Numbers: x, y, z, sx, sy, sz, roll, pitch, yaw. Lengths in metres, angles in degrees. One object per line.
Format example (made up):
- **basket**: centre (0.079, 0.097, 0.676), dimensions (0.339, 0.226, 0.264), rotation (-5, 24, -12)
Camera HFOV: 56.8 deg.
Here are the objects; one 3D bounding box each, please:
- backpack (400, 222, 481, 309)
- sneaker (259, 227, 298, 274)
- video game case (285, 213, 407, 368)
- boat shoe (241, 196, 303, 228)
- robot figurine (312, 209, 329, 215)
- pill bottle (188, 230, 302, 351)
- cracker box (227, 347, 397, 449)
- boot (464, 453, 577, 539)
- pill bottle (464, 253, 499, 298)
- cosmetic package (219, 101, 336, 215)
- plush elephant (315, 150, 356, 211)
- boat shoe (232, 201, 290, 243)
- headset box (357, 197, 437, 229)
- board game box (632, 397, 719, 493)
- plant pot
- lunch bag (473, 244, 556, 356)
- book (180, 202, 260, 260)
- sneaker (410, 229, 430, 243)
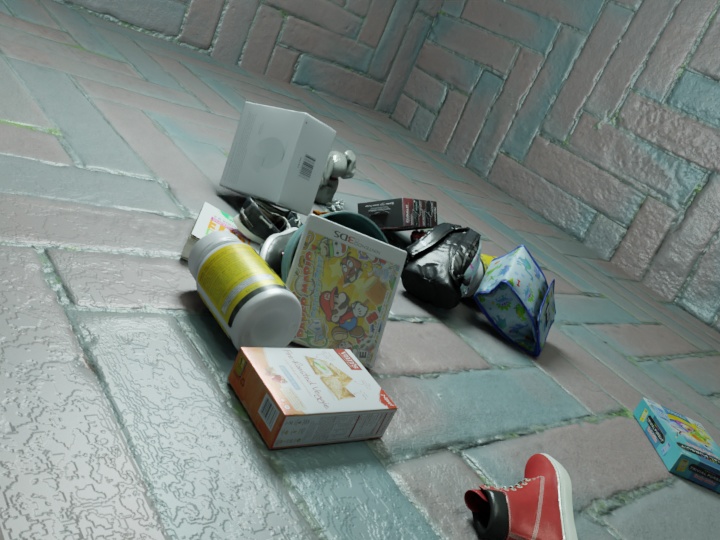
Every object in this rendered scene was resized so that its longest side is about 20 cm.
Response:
- **backpack**: centre (0.194, -0.015, 1.515), dimensions (0.165, 0.128, 0.201), rotation (26, 50, 18)
- **sneaker**: centre (-0.118, -0.029, 1.262), dimensions (0.097, 0.072, 0.200), rotation (14, 23, 15)
- **video game case**: centre (-0.032, 0.034, 1.083), dimensions (0.179, 0.204, 0.023), rotation (20, -7, -16)
- **boat shoe**: centre (-0.165, -0.103, 1.449), dimensions (0.197, 0.061, 0.076), rotation (17, 21, -25)
- **robot figurine**: centre (-0.033, -0.096, 1.603), dimensions (0.145, 0.059, 0.198), rotation (40, 24, 31)
- **pill bottle**: centre (-0.182, 0.030, 1.011), dimensions (0.113, 0.116, 0.200), rotation (6, 28, -43)
- **cracker box**: centre (-0.063, 0.167, 0.902), dimensions (0.198, 0.058, 0.134), rotation (8, 27, -43)
- **boot**: centre (0.209, 0.299, 0.901), dimensions (0.142, 0.073, 0.200), rotation (24, 23, -1)
- **pill bottle**: centre (0.315, 0.018, 1.678), dimensions (0.198, 0.114, 0.112), rotation (8, 26, -42)
- **cosmetic package**: centre (-0.188, -0.252, 1.499), dimensions (0.198, 0.203, 0.122), rotation (20, 1, 34)
- **plush elephant**: centre (-0.100, -0.268, 1.806), dimensions (0.198, 0.157, 0.164), rotation (32, 20, 20)
- **boat shoe**: centre (-0.173, -0.084, 1.325), dimensions (0.074, 0.060, 0.199), rotation (55, 14, 30)
- **headset box**: centre (0.095, -0.146, 1.773), dimensions (0.147, 0.079, 0.198), rotation (-3, -1, 37)
- **board game box**: centre (0.667, 0.358, 1.364), dimensions (0.149, 0.048, 0.201), rotation (24, 19, -7)
- **plant pot**: centre (-0.059, -0.005, 1.178), dimensions (0.197, 0.204, 0.134), rotation (15, -1, -28)
- **lunch bag**: centre (0.375, 0.074, 1.534), dimensions (0.201, 0.126, 0.170), rotation (54, 41, -11)
- **book**: centre (-0.253, -0.053, 1.247), dimensions (0.132, 0.049, 0.201), rotation (27, 18, -16)
- **sneaker**: centre (0.192, -0.062, 1.791), dimensions (0.070, 0.100, 0.200), rotation (-6, 8, -24)
